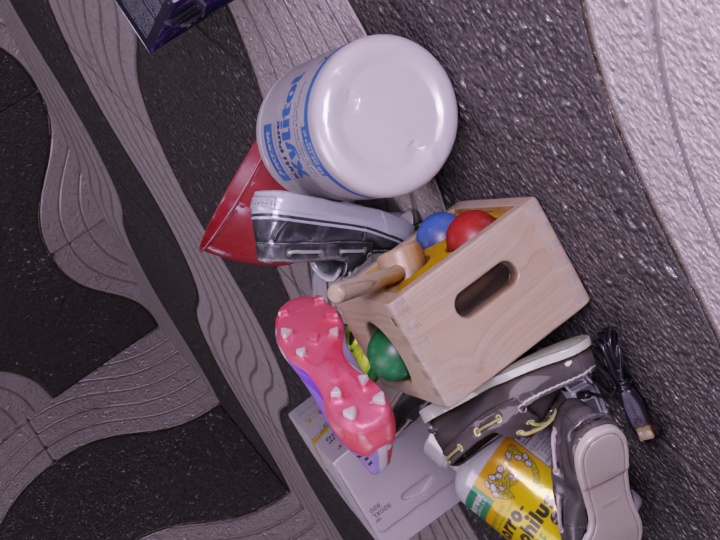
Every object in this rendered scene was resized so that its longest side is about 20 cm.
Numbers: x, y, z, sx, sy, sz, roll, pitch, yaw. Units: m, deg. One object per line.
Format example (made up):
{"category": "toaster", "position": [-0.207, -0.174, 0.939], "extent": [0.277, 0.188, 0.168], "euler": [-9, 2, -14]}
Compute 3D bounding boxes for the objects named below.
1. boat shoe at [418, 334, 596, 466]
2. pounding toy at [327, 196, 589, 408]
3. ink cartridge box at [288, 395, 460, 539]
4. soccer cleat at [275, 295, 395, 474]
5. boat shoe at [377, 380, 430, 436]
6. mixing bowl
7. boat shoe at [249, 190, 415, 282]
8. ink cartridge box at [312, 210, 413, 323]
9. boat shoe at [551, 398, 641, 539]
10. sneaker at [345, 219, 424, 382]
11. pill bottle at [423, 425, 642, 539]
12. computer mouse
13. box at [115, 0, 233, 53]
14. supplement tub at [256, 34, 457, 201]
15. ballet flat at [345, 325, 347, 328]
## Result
{"category": "boat shoe", "position": [0.129, 0.111, 1.025], "extent": [0.201, 0.071, 0.061], "euler": [-34, 78, 50]}
{"category": "pounding toy", "position": [0.059, 0.018, 1.031], "extent": [0.143, 0.199, 0.184], "euler": [59, 164, -12]}
{"category": "ink cartridge box", "position": [0.027, 0.218, 1.513], "extent": [0.146, 0.146, 0.200], "euler": [59, 170, -19]}
{"category": "soccer cleat", "position": [-0.025, 0.097, 1.099], "extent": [0.200, 0.066, 0.077], "euler": [-129, 24, -49]}
{"category": "boat shoe", "position": [0.060, 0.116, 1.344], "extent": [0.057, 0.200, 0.067], "euler": [15, -145, -49]}
{"category": "mixing bowl", "position": [-0.084, -0.081, 1.352], "extent": [0.107, 0.202, 0.200], "euler": [31, 169, -12]}
{"category": "boat shoe", "position": [-0.028, -0.026, 1.108], "extent": [0.071, 0.198, 0.072], "euler": [6, 89, 44]}
{"category": "ink cartridge box", "position": [0.000, 0.000, 1.340], "extent": [0.200, 0.067, 0.118], "euler": [165, 104, -74]}
{"category": "boat shoe", "position": [0.200, 0.197, 1.060], "extent": [0.057, 0.066, 0.203], "euler": [-127, 23, -53]}
{"category": "sneaker", "position": [0.044, 0.040, 1.179], "extent": [0.083, 0.201, 0.074], "euler": [38, 148, -13]}
{"category": "pill bottle", "position": [0.162, 0.205, 1.192], "extent": [0.199, 0.113, 0.113], "euler": [37, 160, 18]}
{"category": "computer mouse", "position": [0.191, 0.097, 1.093], "extent": [0.110, 0.044, 0.199], "euler": [55, 160, -14]}
{"category": "box", "position": [-0.156, -0.303, 1.141], "extent": [0.105, 0.147, 0.200], "euler": [56, 166, -6]}
{"category": "supplement tub", "position": [-0.008, -0.127, 1.073], "extent": [0.133, 0.131, 0.200], "euler": [59, 164, -11]}
{"category": "ballet flat", "position": [-0.005, 0.106, 1.397], "extent": [0.200, 0.074, 0.065], "euler": [30, -123, -70]}
